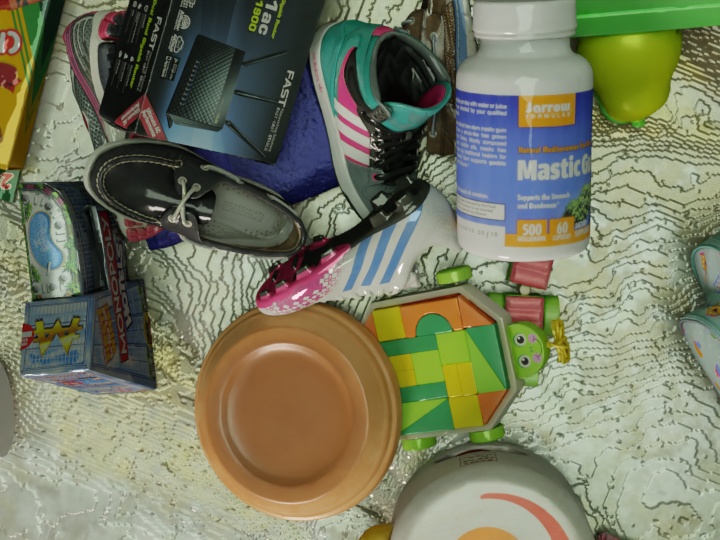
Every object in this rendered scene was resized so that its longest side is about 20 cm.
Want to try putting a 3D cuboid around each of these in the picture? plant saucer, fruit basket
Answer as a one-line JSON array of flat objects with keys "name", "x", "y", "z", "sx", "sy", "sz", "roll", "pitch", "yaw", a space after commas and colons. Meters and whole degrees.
[{"name": "plant saucer", "x": -0.061, "y": 0.127, "z": 1.168, "sx": 0.198, "sy": 0.037, "sz": 0.203, "roll": 1, "pitch": 93, "yaw": 16}, {"name": "fruit basket", "x": 0.230, "y": -0.236, "z": 1.115, "sx": 0.213, "sy": 0.217, "sz": 0.157, "roll": 4, "pitch": 54, "yaw": 3}]

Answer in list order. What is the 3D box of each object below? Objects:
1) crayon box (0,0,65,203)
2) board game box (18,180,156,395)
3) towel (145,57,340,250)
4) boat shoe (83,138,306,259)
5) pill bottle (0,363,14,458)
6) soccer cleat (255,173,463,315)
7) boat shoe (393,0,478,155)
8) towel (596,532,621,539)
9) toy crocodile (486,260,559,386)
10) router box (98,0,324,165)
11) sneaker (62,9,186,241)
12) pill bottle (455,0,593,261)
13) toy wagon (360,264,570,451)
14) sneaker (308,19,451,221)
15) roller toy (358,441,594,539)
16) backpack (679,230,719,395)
[{"name": "crayon box", "x": -0.354, "y": -0.173, "z": 1.178, "sx": 0.126, "sy": 0.051, "sz": 0.202, "roll": 15, "pitch": 95, "yaw": 1}, {"name": "board game box", "x": -0.236, "y": 0.022, "z": 1.110, "sx": 0.061, "sy": 0.200, "sz": 0.202, "roll": -6, "pitch": 94, "yaw": 4}, {"name": "towel", "x": -0.122, "y": -0.118, "z": 1.174, "sx": 0.198, "sy": 0.050, "sz": 0.149, "roll": -18, "pitch": 98, "yaw": 4}, {"name": "boat shoe", "x": -0.134, "y": -0.055, "z": 1.091, "sx": 0.199, "sy": 0.060, "sz": 0.074, "roll": 21, "pitch": 99, "yaw": -34}, {"name": "pill bottle", "x": -0.422, "y": 0.137, "z": 1.171, "sx": 0.198, "sy": 0.116, "sz": 0.117, "roll": -9, "pitch": 93, "yaw": 3}, {"name": "soccer cleat", "x": 0.000, "y": 0.000, "z": 1.124, "sx": 0.199, "sy": 0.070, "sz": 0.086, "roll": -32, "pitch": 114, "yaw": 24}, {"name": "boat shoe", "x": 0.066, "y": -0.199, "z": 1.144, "sx": 0.072, "sy": 0.072, "sz": 0.202, "roll": -12, "pitch": 93, "yaw": 5}, {"name": "towel", "x": 0.300, "y": 0.309, "z": 1.138, "sx": 0.198, "sy": 0.145, "sz": 0.023, "roll": 12, "pitch": 129, "yaw": 2}, {"name": "toy crocodile", "x": 0.150, "y": 0.004, "z": 1.158, "sx": 0.067, "sy": 0.062, "sz": 0.202, "roll": 7, "pitch": 95, "yaw": 3}, {"name": "router box", "x": -0.113, "y": -0.198, "z": 1.063, "sx": 0.062, "sy": 0.149, "sz": 0.202, "roll": 28, "pitch": 104, "yaw": 44}, {"name": "sneaker", "x": -0.202, "y": -0.124, "z": 1.121, "sx": 0.074, "sy": 0.080, "sz": 0.202, "roll": 9, "pitch": 113, "yaw": 37}, {"name": "pill bottle", "x": 0.132, "y": -0.117, "z": 1.050, "sx": 0.111, "sy": 0.112, "sz": 0.202, "roll": -1, "pitch": 105, "yaw": 3}, {"name": "toy wagon", "x": 0.086, "y": 0.076, "z": 1.147, "sx": 0.198, "sy": 0.039, "sz": 0.157, "roll": -10, "pitch": 94, "yaw": 29}, {"name": "sneaker", "x": 0.033, "y": -0.121, "z": 1.113, "sx": 0.083, "sy": 0.120, "sz": 0.202, "roll": -28, "pitch": 107, "yaw": -30}, {"name": "roller toy", "x": 0.112, "y": 0.248, "z": 1.138, "sx": 0.199, "sy": 0.140, "sz": 0.183, "roll": 38, "pitch": 95, "yaw": 0}, {"name": "backpack", "x": 0.358, "y": 0.046, "z": 1.095, "sx": 0.152, "sy": 0.176, "sz": 0.202, "roll": -25, "pitch": 88, "yaw": 0}]
